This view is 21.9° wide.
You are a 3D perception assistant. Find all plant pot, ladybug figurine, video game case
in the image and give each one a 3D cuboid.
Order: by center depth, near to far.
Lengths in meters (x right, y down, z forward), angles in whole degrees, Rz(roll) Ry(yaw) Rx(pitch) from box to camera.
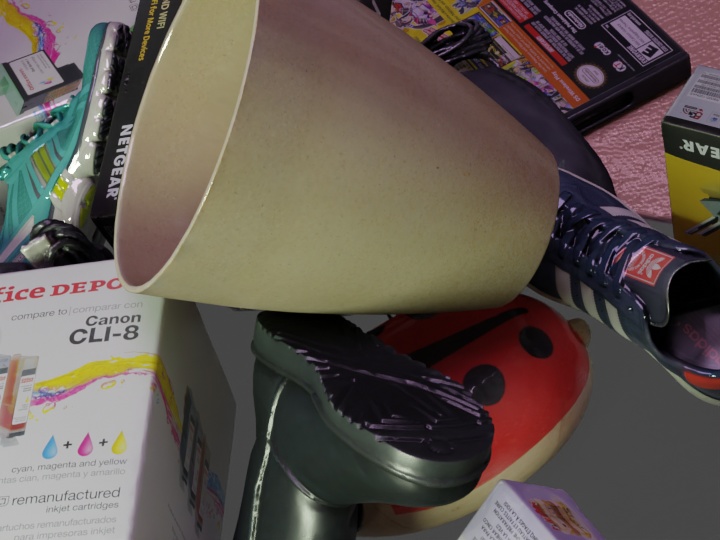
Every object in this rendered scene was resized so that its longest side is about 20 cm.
[{"bbox_3d":[-0.004,-0.051,0.976,0.199,0.188,0.188,18,42,-22],"label":"plant pot"},{"bbox_3d":[0.043,0.072,1.057,0.199,0.072,0.136,-30,47,-12],"label":"ladybug figurine"},{"bbox_3d":[0.098,-0.154,1.283,0.180,0.026,0.200,-28,48,-10],"label":"video game case"}]

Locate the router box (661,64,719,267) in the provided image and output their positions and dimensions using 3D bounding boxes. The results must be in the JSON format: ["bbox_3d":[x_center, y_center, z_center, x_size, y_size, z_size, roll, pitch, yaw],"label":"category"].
[{"bbox_3d":[0.270,-0.019,1.018,0.199,0.158,0.052,18,55,30],"label":"router box"}]

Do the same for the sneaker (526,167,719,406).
[{"bbox_3d":[0.149,-0.002,1.034,0.200,0.085,0.075,33,82,9],"label":"sneaker"}]

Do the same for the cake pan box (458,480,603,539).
[{"bbox_3d":[0.079,0.227,0.840,0.185,0.052,0.200,-57,44,17],"label":"cake pan box"}]

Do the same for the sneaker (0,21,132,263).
[{"bbox_3d":[-0.196,-0.070,1.199,0.079,0.078,0.201,18,85,12],"label":"sneaker"}]

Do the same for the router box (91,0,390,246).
[{"bbox_3d":[-0.070,-0.107,1.148,0.156,0.052,0.201,-6,55,19],"label":"router box"}]

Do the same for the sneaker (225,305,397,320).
[{"bbox_3d":[0.000,0.000,1.141,0.199,0.075,0.081,-9,40,25],"label":"sneaker"}]

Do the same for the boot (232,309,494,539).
[{"bbox_3d":[-0.006,0.126,0.937,0.076,0.169,0.200,-4,19,-28],"label":"boot"}]

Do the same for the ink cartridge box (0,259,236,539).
[{"bbox_3d":[-0.161,0.114,1.026,0.145,0.145,0.201,-7,46,10],"label":"ink cartridge box"}]

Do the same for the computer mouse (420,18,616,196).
[{"bbox_3d":[0.080,-0.081,1.172,0.138,0.053,0.200,-38,63,-17],"label":"computer mouse"}]

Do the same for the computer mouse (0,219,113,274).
[{"bbox_3d":[-0.230,0.033,1.136,0.199,0.139,0.053,-4,53,25],"label":"computer mouse"}]

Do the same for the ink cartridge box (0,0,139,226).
[{"bbox_3d":[-0.210,-0.131,1.306,0.199,0.084,0.145,-23,47,-6],"label":"ink cartridge box"}]
